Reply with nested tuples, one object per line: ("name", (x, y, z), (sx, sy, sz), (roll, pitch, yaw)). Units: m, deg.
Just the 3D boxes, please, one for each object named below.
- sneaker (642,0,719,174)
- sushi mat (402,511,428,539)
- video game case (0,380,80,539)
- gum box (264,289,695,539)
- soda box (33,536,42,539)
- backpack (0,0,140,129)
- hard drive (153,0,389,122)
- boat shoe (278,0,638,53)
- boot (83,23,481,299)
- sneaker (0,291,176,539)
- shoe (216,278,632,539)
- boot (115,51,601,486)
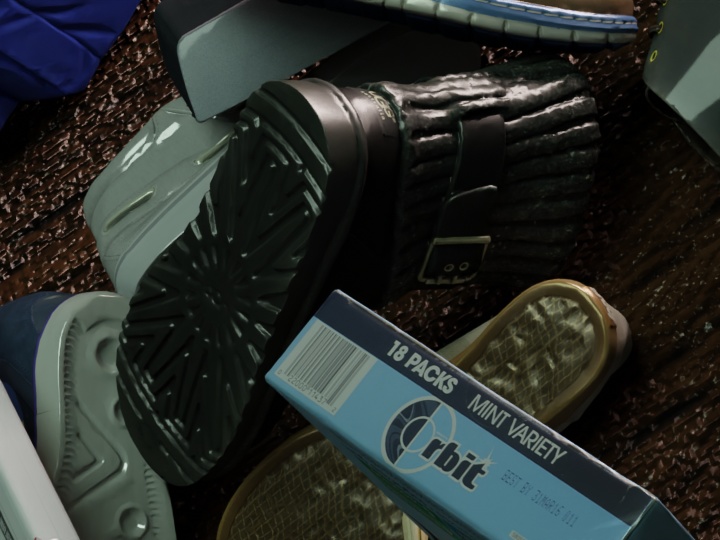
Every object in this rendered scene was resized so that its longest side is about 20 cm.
("sneaker", (0.144, -0.128, 1.203), (0.106, 0.075, 0.200), (-39, 46, 5))
("sushi mat", (0.026, 0.180, 1.059), (0.012, 0.096, 0.201), (-3, 52, -1))
("video game case", (-0.171, 0.135, 1.194), (0.200, 0.023, 0.183), (53, 133, 53))
("gum box", (0.077, 0.105, 0.994), (0.045, 0.200, 0.170), (-51, 45, -7))
("soda box", (-0.144, 0.205, 1.082), (0.200, 0.070, 0.063), (-56, 15, 19))
("backpack", (-0.234, -0.170, 1.449), (0.168, 0.162, 0.200), (-53, 46, -3))
("hard drive", (-0.001, -0.139, 1.281), (0.199, 0.042, 0.135), (-29, 17, -2))
("boat shoe", (0.022, -0.139, 1.183), (0.199, 0.072, 0.073), (12, 89, -2))
("boot", (-0.044, -0.065, 1.298), (0.200, 0.074, 0.096), (-38, 44, 3))
("sneaker", (-0.145, 0.110, 1.260), (0.146, 0.080, 0.201), (-14, 69, 58))
("shoe", (0.029, 0.074, 1.167), (0.200, 0.053, 0.070), (-35, 78, 16))
("boot", (0.002, 0.001, 1.183), (0.080, 0.157, 0.211), (54, 131, 27))
